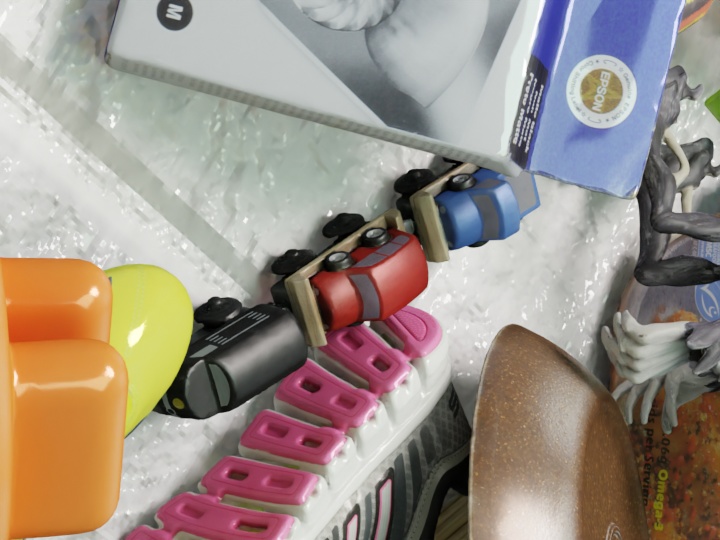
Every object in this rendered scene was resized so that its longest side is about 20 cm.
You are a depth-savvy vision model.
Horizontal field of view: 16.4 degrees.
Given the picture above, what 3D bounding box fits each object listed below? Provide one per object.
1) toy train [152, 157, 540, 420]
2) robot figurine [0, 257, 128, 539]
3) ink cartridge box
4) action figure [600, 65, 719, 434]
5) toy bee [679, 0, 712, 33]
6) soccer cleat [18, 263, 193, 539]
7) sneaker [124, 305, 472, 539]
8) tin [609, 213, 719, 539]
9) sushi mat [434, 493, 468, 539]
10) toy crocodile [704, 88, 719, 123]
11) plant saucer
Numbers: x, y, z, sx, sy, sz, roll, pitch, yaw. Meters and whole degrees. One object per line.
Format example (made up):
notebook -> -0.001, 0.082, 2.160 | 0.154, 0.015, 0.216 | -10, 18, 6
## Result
toy train -> 0.000, 0.000, 0.939 | 0.200, 0.046, 0.034 | -34, 119, -33
robot figurine -> -0.169, 0.039, 0.714 | 0.200, 0.117, 0.144 | -1, 76, -13
ink cartridge box -> 0.030, -0.141, 0.872 | 0.200, 0.041, 0.200 | 14, 89, -8
action figure -> 0.141, 0.023, 0.981 | 0.102, 0.200, 0.119 | -26, 154, -6
toy bee -> 0.103, -0.167, 0.959 | 0.131, 0.109, 0.200 | -51, 128, -20
soccer cleat -> -0.118, 0.069, 0.820 | 0.200, 0.084, 0.065 | -39, 123, -30
sneaker -> -0.022, 0.107, 0.923 | 0.200, 0.074, 0.088 | -49, 126, -25
tin -> 0.161, 0.077, 1.048 | 0.042, 0.112, 0.200 | 8, 86, -58
sushi mat -> 0.033, 0.147, 1.022 | 0.200, 0.012, 0.096 | -37, 121, -31
toy crocodile -> 0.196, -0.131, 1.066 | 0.067, 0.062, 0.200 | 38, 50, -23
plant saucer -> 0.083, 0.118, 0.958 | 0.200, 0.037, 0.201 | -7, 90, -74
